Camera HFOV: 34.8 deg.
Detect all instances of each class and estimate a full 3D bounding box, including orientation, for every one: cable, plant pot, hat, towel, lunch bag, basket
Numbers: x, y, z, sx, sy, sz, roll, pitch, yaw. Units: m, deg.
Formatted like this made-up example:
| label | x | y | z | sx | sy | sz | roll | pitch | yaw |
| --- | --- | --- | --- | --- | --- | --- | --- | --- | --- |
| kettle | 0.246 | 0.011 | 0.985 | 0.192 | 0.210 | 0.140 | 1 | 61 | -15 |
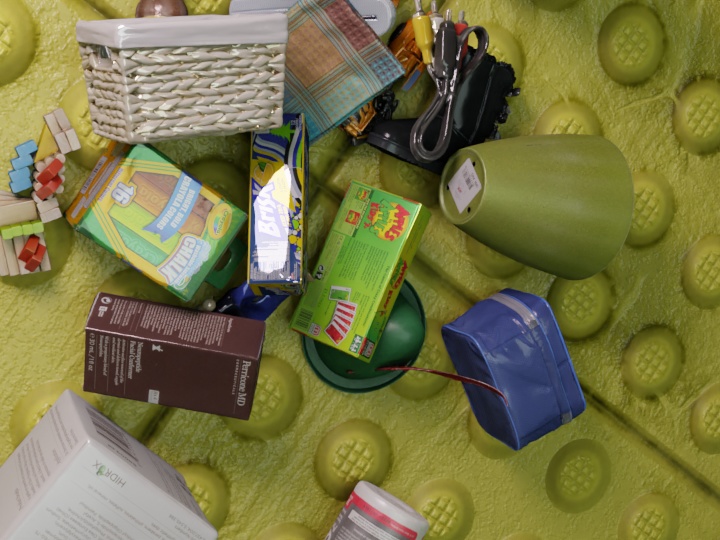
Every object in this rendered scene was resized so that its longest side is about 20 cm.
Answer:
| label | x | y | z | sx | sy | sz | roll | pitch | yaw |
| --- | --- | --- | --- | --- | --- | --- | --- | --- | --- |
| cable | 0.101 | -0.225 | 1.378 | 0.096 | 0.050 | 0.202 | 7 | 87 | -26 |
| plant pot | 0.202 | -0.092 | 1.428 | 0.199 | 0.187 | 0.189 | 8 | 97 | -33 |
| hat | 0.047 | 0.089 | 1.419 | 0.198 | 0.176 | 0.167 | -12 | 103 | -19 |
| towel | -0.065 | -0.227 | 1.342 | 0.199 | 0.022 | 0.147 | -33 | 114 | 27 |
| lunch bag | 0.212 | 0.131 | 1.516 | 0.132 | 0.136 | 0.201 | -28 | 109 | -15 |
| basket | -0.187 | -0.208 | 1.228 | 0.199 | 0.135 | 0.125 | -11 | 107 | -30 |

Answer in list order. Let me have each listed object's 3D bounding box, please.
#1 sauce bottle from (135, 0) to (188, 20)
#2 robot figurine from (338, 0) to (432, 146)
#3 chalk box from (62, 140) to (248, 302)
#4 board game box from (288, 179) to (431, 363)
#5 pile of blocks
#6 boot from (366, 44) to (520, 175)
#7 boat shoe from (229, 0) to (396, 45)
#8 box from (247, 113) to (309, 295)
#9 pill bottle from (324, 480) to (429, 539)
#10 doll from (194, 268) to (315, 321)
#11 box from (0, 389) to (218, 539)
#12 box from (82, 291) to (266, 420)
| label | x | y | z | sx | sy | sz | roll | pitch | yaw |
| --- | --- | --- | --- | --- | --- | --- | --- | --- | --- |
| sauce bottle | -0.228 | -0.264 | 1.309 | 0.064 | 0.065 | 0.202 | -2 | 99 | -21 |
| robot figurine | 0.009 | -0.253 | 1.408 | 0.145 | 0.058 | 0.201 | 36 | 85 | -21 |
| chalk box | -0.219 | -0.051 | 1.318 | 0.199 | 0.124 | 0.125 | 34 | 87 | -23 |
| board game box | 0.000 | 0.000 | 1.416 | 0.201 | 0.101 | 0.048 | -67 | 157 | -5 |
| pile of blocks | -0.367 | -0.086 | 1.285 | 0.081 | 0.062 | 0.202 | 12 | 94 | -23 |
| boot | 0.106 | -0.203 | 1.430 | 0.197 | 0.073 | 0.164 | 15 | 100 | -43 |
| boat shoe | -0.053 | -0.298 | 1.351 | 0.198 | 0.062 | 0.073 | 6 | 105 | 10 |
| box | -0.093 | -0.076 | 1.320 | 0.064 | 0.070 | 0.202 | 0 | 78 | 2 |
| pill bottle | -0.005 | 0.385 | 1.488 | 0.110 | 0.111 | 0.201 | 32 | 86 | -23 |
| doll | -0.148 | 0.054 | 1.388 | 0.200 | 0.049 | 0.137 | -38 | 147 | 1 |
| box | -0.302 | 0.278 | 1.301 | 0.200 | 0.199 | 0.172 | 43 | 83 | -22 |
| box | -0.215 | 0.100 | 1.323 | 0.198 | 0.075 | 0.101 | 9 | 126 | -4 |
